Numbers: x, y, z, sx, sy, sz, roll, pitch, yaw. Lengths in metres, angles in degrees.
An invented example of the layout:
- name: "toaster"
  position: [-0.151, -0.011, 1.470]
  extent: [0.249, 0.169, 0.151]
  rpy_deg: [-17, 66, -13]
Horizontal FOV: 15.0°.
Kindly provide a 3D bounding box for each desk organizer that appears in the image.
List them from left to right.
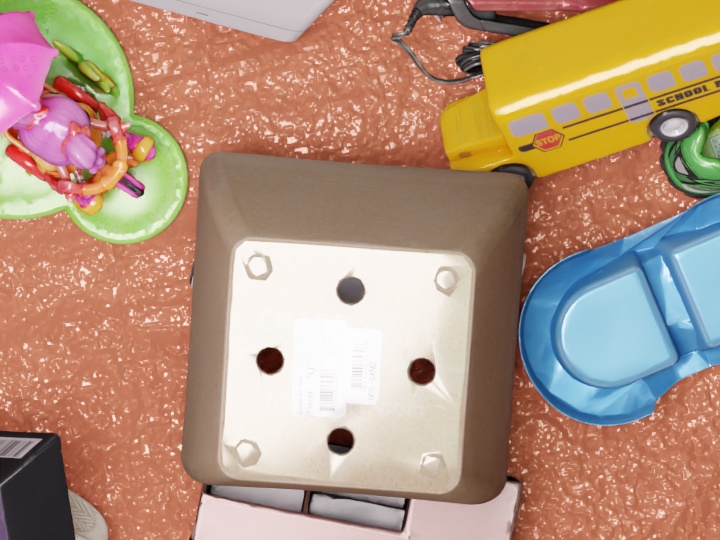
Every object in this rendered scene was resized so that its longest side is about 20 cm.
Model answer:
- name: "desk organizer"
  position: [-0.003, 0.151, 1.712]
  extent: [0.200, 0.072, 0.077]
  rpy_deg: [11, 89, 0]

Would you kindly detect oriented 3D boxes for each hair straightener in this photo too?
- name: "hair straightener"
  position: [0.116, -0.137, 1.708]
  extent: [0.200, 0.041, 0.077]
  rpy_deg: [-2, 114, -13]

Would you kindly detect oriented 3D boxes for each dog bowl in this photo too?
- name: "dog bowl"
  position: [0.194, 0.021, 1.716]
  extent: [0.200, 0.050, 0.112]
  rpy_deg: [-23, 96, 1]

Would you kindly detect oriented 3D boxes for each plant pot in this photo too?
- name: "plant pot"
  position: [-0.005, 0.043, 1.580]
  extent: [0.200, 0.177, 0.200]
  rpy_deg: [4, 96, 0]

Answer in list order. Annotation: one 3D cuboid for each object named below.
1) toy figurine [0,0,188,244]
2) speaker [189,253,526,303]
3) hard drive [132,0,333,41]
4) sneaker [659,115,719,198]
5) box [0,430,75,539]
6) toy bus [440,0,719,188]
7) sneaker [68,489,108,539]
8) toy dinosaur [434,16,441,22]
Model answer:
- name: "toy figurine"
  position: [-0.197, -0.090, 1.650]
  extent: [0.200, 0.184, 0.150]
  rpy_deg: [37, 91, -1]
- name: "speaker"
  position: [0.000, 0.000, 1.703]
  extent: [0.200, 0.081, 0.081]
  rpy_deg: [16, 91, 0]
- name: "hard drive"
  position: [-0.063, -0.197, 1.625]
  extent: [0.132, 0.200, 0.027]
  rpy_deg: [14, 67, -18]
- name: "sneaker"
  position: [0.285, -0.098, 1.699]
  extent: [0.200, 0.085, 0.078]
  rpy_deg: [-28, 92, 0]
- name: "box"
  position: [-0.273, 0.171, 1.654]
  extent: [0.200, 0.079, 0.141]
  rpy_deg: [2, 114, 25]
- name: "toy bus"
  position: [0.143, -0.113, 1.669]
  extent: [0.200, 0.078, 0.065]
  rpy_deg: [-18, 51, 14]
- name: "sneaker"
  position: [-0.258, 0.141, 1.713]
  extent: [0.200, 0.075, 0.085]
  rpy_deg: [38, 109, 7]
- name: "toy dinosaur"
  position: [-0.027, -0.219, 1.702]
  extent: [0.200, 0.077, 0.102]
  rpy_deg: [5, 84, -3]
